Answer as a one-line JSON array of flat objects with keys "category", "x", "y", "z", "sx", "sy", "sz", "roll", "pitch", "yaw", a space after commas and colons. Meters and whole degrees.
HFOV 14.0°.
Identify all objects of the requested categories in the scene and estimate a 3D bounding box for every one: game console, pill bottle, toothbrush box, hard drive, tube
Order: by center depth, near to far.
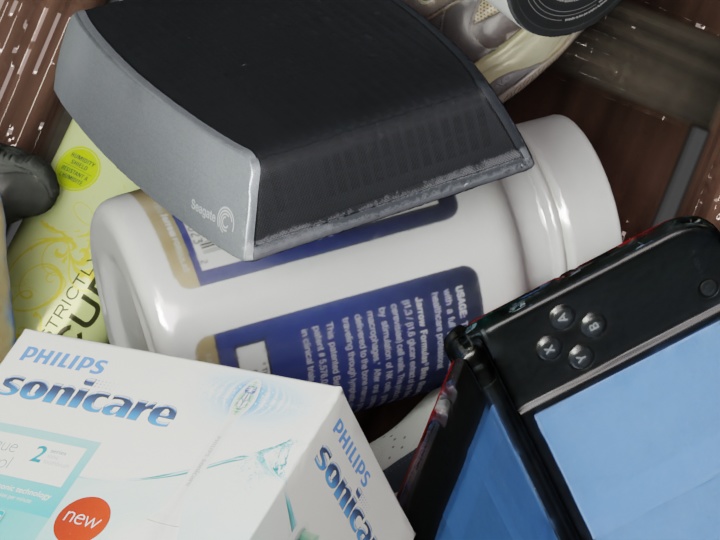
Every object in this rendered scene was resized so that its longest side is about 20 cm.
[{"category": "toothbrush box", "x": -0.096, "y": 0.128, "z": 1.010, "sx": 0.146, "sy": 0.085, "sz": 0.200, "roll": 10, "pitch": 51, "yaw": 34}, {"category": "game console", "x": 0.112, "y": 0.111, "z": 1.144, "sx": 0.172, "sy": 0.119, "sz": 0.200, "roll": -27, "pitch": 117, "yaw": -1}, {"category": "hard drive", "x": -0.033, "y": -0.072, "z": 1.152, "sx": 0.135, "sy": 0.200, "sz": 0.042, "roll": -18, "pitch": 119, "yaw": -19}, {"category": "pill bottle", "x": 0.000, "y": 0.000, "z": 1.191, "sx": 0.200, "sy": 0.111, "sz": 0.111, "roll": -15, "pitch": 85, "yaw": -14}, {"category": "tube", "x": -0.131, "y": 0.015, "z": 1.233, "sx": 0.058, "sy": 0.052, "sz": 0.200, "roll": 35, "pitch": 82, "yaw": -30}]

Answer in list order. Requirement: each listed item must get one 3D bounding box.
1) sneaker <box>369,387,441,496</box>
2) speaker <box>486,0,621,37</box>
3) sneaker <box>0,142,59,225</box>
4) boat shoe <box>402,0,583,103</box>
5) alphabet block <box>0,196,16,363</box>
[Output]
[{"category": "sneaker", "x": -0.043, "y": 0.103, "z": 1.193, "sx": 0.130, "sy": 0.079, "sz": 0.199, "roll": 39, "pitch": 97, "yaw": -19}, {"category": "speaker", "x": 0.029, "y": -0.176, "z": 1.182, "sx": 0.081, "sy": 0.081, "sz": 0.200, "roll": -47, "pitch": 52, "yaw": -3}, {"category": "sneaker", "x": -0.219, "y": -0.005, "z": 1.230, "sx": 0.200, "sy": 0.076, "sz": 0.091, "roll": -12, "pitch": 92, "yaw": 10}, {"category": "boat shoe", "x": 0.094, "y": -0.150, "z": 1.223, "sx": 0.200, "sy": 0.074, "sz": 0.073, "roll": -42, "pitch": 100, "yaw": -3}, {"category": "alphabet block", "x": -0.253, "y": 0.079, "z": 1.106, "sx": 0.195, "sy": 0.200, "sz": 0.196, "roll": 1, "pitch": 108, "yaw": 18}]
